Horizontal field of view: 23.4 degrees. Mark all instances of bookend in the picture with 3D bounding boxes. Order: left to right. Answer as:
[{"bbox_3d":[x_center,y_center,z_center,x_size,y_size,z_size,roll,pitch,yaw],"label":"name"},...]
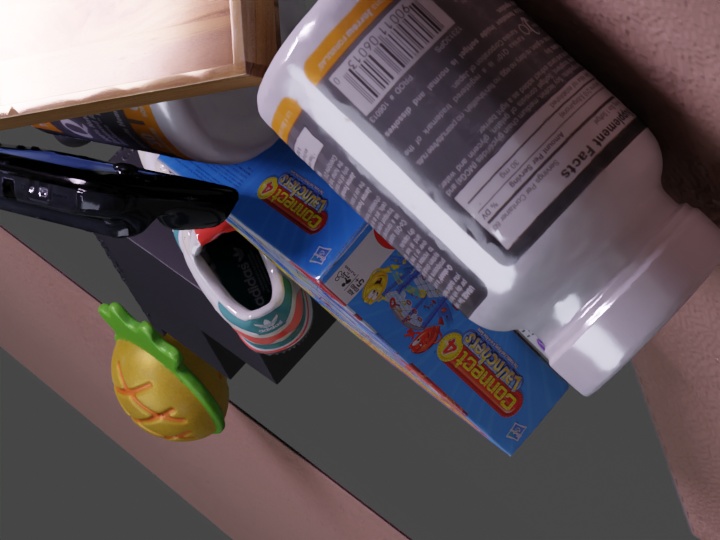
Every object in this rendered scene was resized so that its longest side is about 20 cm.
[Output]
[{"bbox_3d":[-0.091,0.013,1.312,0.200,0.092,0.199,33,161,30],"label":"bookend"}]

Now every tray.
[{"bbox_3d":[-0.131,-0.127,0.844,0.199,0.099,0.037,-6,176,29],"label":"tray"}]

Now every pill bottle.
[{"bbox_3d":[-0.134,-0.127,0.956,0.199,0.117,0.117,12,146,39],"label":"pill bottle"},{"bbox_3d":[0.060,-0.047,0.772,0.200,0.116,0.116,44,163,4],"label":"pill bottle"}]

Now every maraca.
[{"bbox_3d":[-0.197,0.100,1.740,0.137,0.107,0.200,26,156,30],"label":"maraca"}]

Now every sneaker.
[{"bbox_3d":[-0.093,-0.042,1.143,0.200,0.070,0.093,63,179,12],"label":"sneaker"}]

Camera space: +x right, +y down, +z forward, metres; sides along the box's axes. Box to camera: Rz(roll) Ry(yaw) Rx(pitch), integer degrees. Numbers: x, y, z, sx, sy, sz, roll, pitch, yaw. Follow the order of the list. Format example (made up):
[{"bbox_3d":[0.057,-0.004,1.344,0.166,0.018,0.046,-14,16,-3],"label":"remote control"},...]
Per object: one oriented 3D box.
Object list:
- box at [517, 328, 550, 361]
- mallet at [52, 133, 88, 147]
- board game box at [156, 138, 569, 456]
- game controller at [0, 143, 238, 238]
[{"bbox_3d":[0.055,-0.031,0.954,0.200,0.041,0.039,44,165,1],"label":"box"},{"bbox_3d":[-0.276,-0.181,1.395,0.200,0.041,0.066,49,160,1],"label":"mallet"},{"bbox_3d":[0.000,0.000,1.023,0.196,0.056,0.200,43,175,-39],"label":"board game box"},{"bbox_3d":[-0.160,-0.052,0.954,0.199,0.104,0.042,14,107,42],"label":"game controller"}]
